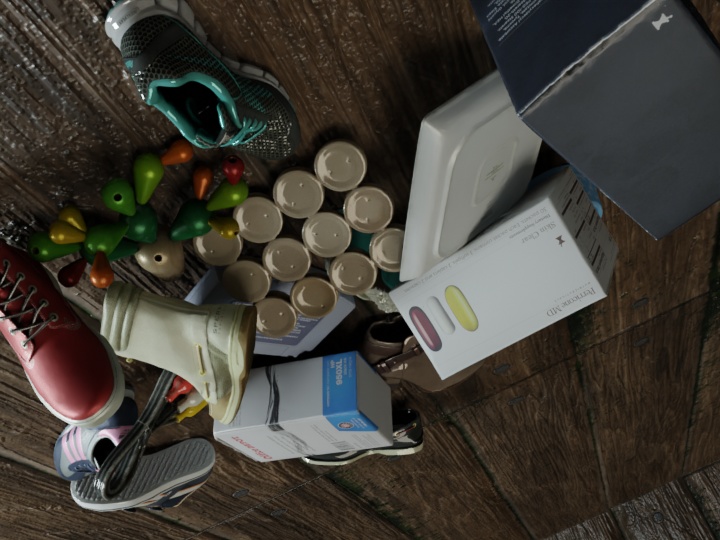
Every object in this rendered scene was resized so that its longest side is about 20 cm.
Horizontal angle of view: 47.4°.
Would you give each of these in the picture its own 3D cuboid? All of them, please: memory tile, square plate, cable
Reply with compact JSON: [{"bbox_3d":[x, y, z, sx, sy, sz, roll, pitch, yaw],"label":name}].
[{"bbox_3d":[-0.053,-0.026,0.806,0.198,0.017,0.154,-29,115,17],"label":"memory tile"},{"bbox_3d":[0.118,-0.099,0.770,0.199,0.028,0.200,-36,149,-31],"label":"square plate"},{"bbox_3d":[-0.230,0.172,0.946,0.050,0.201,0.098,20,139,16],"label":"cable"}]

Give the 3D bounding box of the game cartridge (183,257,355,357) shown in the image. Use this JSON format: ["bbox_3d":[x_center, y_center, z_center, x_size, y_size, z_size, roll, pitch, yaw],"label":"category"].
[{"bbox_3d":[-0.107,0.043,0.931,0.198,0.041,0.133,12,138,-43],"label":"game cartridge"}]

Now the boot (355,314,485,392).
[{"bbox_3d":[0.088,0.105,1.113,0.196,0.071,0.147,-15,145,-12],"label":"boot"}]

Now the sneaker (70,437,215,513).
[{"bbox_3d":[-0.301,0.300,1.148,0.197,0.079,0.080,-9,141,-24],"label":"sneaker"}]

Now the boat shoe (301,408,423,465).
[{"bbox_3d":[0.002,0.261,1.300,0.197,0.074,0.064,-8,111,-5],"label":"boat shoe"}]

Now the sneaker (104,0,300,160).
[{"bbox_3d":[-0.111,-0.122,0.629,0.077,0.092,0.199,-34,147,20],"label":"sneaker"}]

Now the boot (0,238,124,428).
[{"bbox_3d":[-0.276,0.033,0.660,0.072,0.200,0.145,-40,150,-10],"label":"boot"}]

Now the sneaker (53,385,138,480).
[{"bbox_3d":[-0.330,0.226,1.017,0.069,0.083,0.201,4,140,-35],"label":"sneaker"}]

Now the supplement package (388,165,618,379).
[{"bbox_3d":[0.156,0.001,0.873,0.199,0.112,0.156,-32,-176,28],"label":"supplement package"}]

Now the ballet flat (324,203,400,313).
[{"bbox_3d":[0.000,0.000,0.899,0.071,0.073,0.200,-32,140,15],"label":"ballet flat"}]

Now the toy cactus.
[{"bbox_3d":[-0.185,-0.029,0.736,0.198,0.103,0.166,-28,159,-8],"label":"toy cactus"}]

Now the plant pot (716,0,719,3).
[{"bbox_3d":[0.334,-0.267,0.613,0.193,0.203,0.201,11,136,-30],"label":"plant pot"}]

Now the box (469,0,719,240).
[{"bbox_3d":[0.192,-0.166,0.617,0.199,0.199,0.124,29,124,-37],"label":"box"}]

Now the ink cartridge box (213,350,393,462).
[{"bbox_3d":[-0.072,0.181,1.061,0.196,0.086,0.145,-11,150,16],"label":"ink cartridge box"}]

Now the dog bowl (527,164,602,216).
[{"bbox_3d":[0.208,-0.041,0.988,0.110,0.050,0.200,9,136,-40],"label":"dog bowl"}]

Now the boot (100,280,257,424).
[{"bbox_3d":[-0.189,0.086,0.848,0.152,0.073,0.201,12,144,-4],"label":"boot"}]
